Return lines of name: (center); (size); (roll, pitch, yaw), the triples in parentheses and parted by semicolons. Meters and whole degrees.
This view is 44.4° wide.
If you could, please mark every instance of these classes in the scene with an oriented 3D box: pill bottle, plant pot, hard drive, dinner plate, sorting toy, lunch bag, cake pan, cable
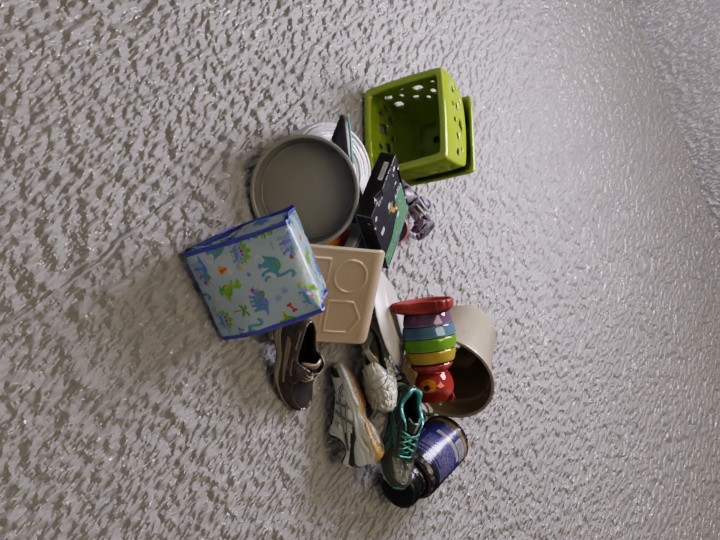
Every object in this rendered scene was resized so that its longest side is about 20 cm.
pill bottle: (0.127, 0.387, 1.779); (0.199, 0.111, 0.113); (-32, 106, -48)
plant pot: (0.137, -0.291, 1.883); (0.181, 0.197, 0.203); (14, 70, -54)
hard drive: (0.044, -0.110, 1.665); (0.200, 0.037, 0.141); (66, 41, -61)
dinner plate: (0.061, 0.088, 1.745); (0.200, 0.024, 0.203); (-15, 90, -79)
sorting toy: (-0.063, 0.041, 1.589); (0.197, 0.037, 0.187); (3, 112, -23)
lunch bag: (-0.173, 0.010, 1.462); (0.128, 0.198, 0.172); (-83, 151, -73)
cake pan: (-0.099, -0.142, 1.591); (0.037, 0.198, 0.203); (-46, 121, -82)
cable: (-0.067, -0.182, 1.691); (0.198, 0.069, 0.203); (-9, 92, -41)
plant pot: (0.208, 0.176, 1.878); (0.202, 0.199, 0.184); (61, 33, -20)

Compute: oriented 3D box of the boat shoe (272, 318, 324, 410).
boat shoe: (-0.107, 0.165, 1.551); (0.074, 0.073, 0.202); (-35, 129, -42)

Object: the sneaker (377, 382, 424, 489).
sneaker: (0.080, 0.307, 1.659); (0.077, 0.091, 0.203); (8, 73, -22)

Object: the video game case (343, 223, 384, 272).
video game case: (0.000, 0.000, 1.726); (0.183, 0.023, 0.201); (74, 31, -49)

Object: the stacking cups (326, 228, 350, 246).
stacking cups: (-0.086, -0.036, 1.650); (0.199, 0.060, 0.061); (-31, 105, -44)

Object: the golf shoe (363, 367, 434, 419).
golf shoe: (0.084, 0.247, 1.787); (0.199, 0.077, 0.096); (26, 62, -45)

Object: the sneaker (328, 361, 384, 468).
sneaker: (-0.030, 0.272, 1.653); (0.076, 0.087, 0.202); (35, 31, -64)

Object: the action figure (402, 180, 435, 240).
action figure: (0.108, -0.129, 1.851); (0.131, 0.069, 0.200); (62, 10, 20)

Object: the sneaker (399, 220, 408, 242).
sneaker: (0.021, -0.141, 1.818); (0.201, 0.073, 0.087); (55, 2, -8)

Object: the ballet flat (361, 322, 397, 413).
ballet flat: (0.025, 0.182, 1.700); (0.072, 0.071, 0.202); (39, 29, -37)

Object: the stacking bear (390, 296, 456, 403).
stacking bear: (0.135, 0.157, 1.709); (0.114, 0.120, 0.203); (-12, 96, -72)

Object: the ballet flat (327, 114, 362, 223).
ballet flat: (-0.035, -0.183, 1.633); (0.073, 0.072, 0.203); (-26, 110, -49)
